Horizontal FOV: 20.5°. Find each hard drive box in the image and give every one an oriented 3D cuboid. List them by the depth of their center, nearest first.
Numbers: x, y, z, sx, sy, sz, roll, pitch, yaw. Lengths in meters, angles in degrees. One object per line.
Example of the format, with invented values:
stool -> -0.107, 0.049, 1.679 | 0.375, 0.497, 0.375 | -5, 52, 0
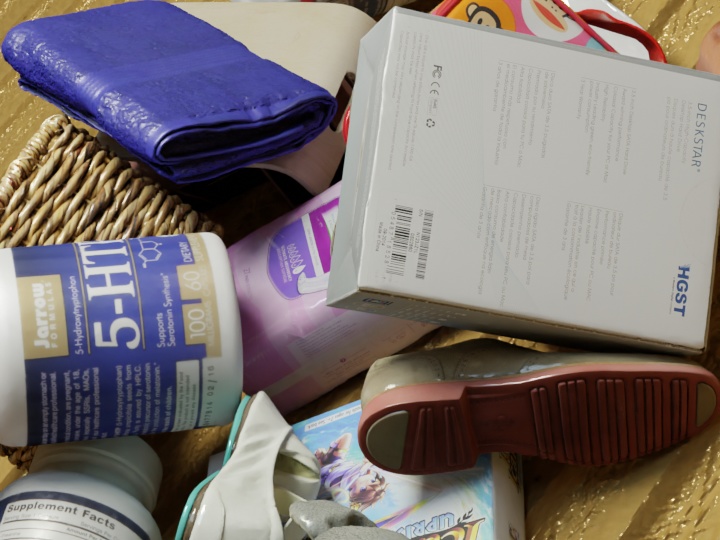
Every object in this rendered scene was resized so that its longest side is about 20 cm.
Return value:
hard drive box -> 0.093, -0.043, 1.088 | 0.077, 0.199, 0.157 | 151, 128, -74

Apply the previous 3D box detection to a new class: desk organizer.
desk organizer -> -0.092, -0.077, 1.453 | 0.199, 0.072, 0.077 | -25, 40, 18

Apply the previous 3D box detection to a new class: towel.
towel -> -0.130, -0.119, 1.319 | 0.147, 0.050, 0.200 | -15, 35, -37

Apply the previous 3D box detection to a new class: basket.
basket -> -0.212, 0.022, 1.346 | 0.201, 0.149, 0.143 | -62, 12, -28

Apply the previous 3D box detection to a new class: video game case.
video game case -> -0.002, 0.154, 1.141 | 0.199, 0.045, 0.182 | -22, 39, 21

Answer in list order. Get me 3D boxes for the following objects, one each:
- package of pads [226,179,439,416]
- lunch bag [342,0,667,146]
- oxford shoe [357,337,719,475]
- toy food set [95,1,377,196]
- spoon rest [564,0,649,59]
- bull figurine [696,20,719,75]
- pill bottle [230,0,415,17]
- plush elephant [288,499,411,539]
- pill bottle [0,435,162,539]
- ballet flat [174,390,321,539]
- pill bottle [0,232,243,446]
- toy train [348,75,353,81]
package of pads -> 0.000, 0.000, 1.283 | 0.199, 0.076, 0.121 | -30, 40, 12
lunch bag -> 0.107, -0.080, 1.175 | 0.176, 0.200, 0.082 | -46, 4, -11
oxford shoe -> 0.097, 0.061, 1.095 | 0.199, 0.071, 0.075 | -2, 37, 1
toy food set -> -0.089, -0.115, 1.396 | 0.199, 0.060, 0.144 | 4, 56, 30
spoon rest -> 0.146, -0.153, 1.339 | 0.099, 0.061, 0.200 | -27, 36, 15
bull figurine -> 0.254, -0.111, 1.176 | 0.121, 0.065, 0.200 | -23, 28, 10
pill bottle -> 0.002, -0.250, 1.486 | 0.199, 0.120, 0.120 | -24, 31, -20
plush elephant -> 0.002, 0.198, 0.974 | 0.200, 0.155, 0.165 | -38, 11, -13
pill bottle -> -0.182, 0.193, 1.198 | 0.111, 0.111, 0.201 | -15, 41, 29
ballet flat -> -0.055, 0.125, 1.110 | 0.069, 0.070, 0.200 | -29, 9, 12
pill bottle -> -0.178, 0.043, 1.197 | 0.199, 0.120, 0.120 | -5, 34, -13
toy train -> 0.039, -0.138, 1.426 | 0.034, 0.046, 0.200 | -49, 37, -16
